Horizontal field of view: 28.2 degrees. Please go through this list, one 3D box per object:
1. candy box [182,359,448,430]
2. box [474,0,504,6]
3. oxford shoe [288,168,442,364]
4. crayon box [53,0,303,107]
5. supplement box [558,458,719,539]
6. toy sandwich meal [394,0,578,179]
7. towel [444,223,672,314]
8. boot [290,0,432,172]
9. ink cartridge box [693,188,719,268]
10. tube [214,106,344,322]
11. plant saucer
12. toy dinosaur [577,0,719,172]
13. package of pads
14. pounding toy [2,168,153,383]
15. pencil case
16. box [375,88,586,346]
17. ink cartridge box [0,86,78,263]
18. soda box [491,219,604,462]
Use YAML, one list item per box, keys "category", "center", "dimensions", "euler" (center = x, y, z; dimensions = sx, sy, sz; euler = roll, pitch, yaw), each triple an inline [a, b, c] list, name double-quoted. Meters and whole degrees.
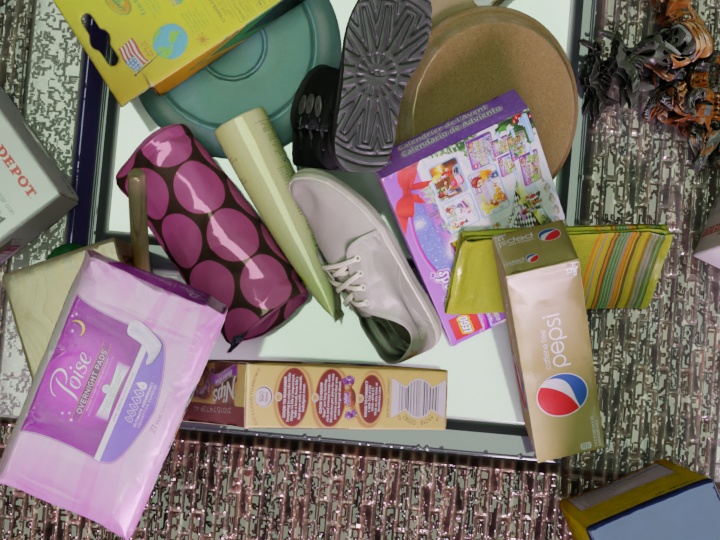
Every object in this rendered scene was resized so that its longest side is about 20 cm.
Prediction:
- category: "candy box"
  center: [-0.038, 0.104, 1.208]
  dimensions: [0.198, 0.116, 0.057]
  euler: [3, 87, -34]
- category: "box"
  center: [0.094, -0.241, 1.305]
  dimensions: [0.200, 0.041, 0.039]
  euler: [-40, 86, -2]
- category: "oxford shoe"
  center: [0.000, 0.000, 1.235]
  dimensions: [0.058, 0.075, 0.201]
  euler: [-45, 111, -33]
- category: "crayon box"
  center: [-0.161, -0.248, 1.279]
  dimensions: [0.199, 0.051, 0.128]
  euler: [-33, 87, -1]
- category: "supplement box"
  center: [0.245, 0.234, 1.198]
  dimensions: [0.108, 0.200, 0.110]
  euler: [-22, 87, 1]
- category: "toy sandwich meal"
  center: [0.098, -0.145, 1.269]
  dimensions: [0.203, 0.070, 0.207]
  euler: [-5, 103, -21]
- category: "towel"
  center: [0.174, 0.001, 1.254]
  dimensions: [0.198, 0.018, 0.087]
  euler: [-2, 123, -17]
- category: "boot"
  center: [-0.006, -0.163, 1.210]
  dimensions: [0.065, 0.200, 0.166]
  euler: [18, 91, -11]
- category: "ink cartridge box"
  center: [0.372, -0.091, 1.239]
  dimensions: [0.084, 0.146, 0.202]
  euler: [23, 87, 3]
- category: "tube"
  center: [-0.064, -0.046, 1.272]
  dimensions: [0.058, 0.052, 0.201]
  euler: [-29, 92, -43]
- category: "plant saucer"
  center: [-0.117, -0.205, 1.315]
  dimensions: [0.198, 0.027, 0.202]
  euler: [0, 88, 2]
- category: "toy dinosaur"
  center: [0.272, -0.186, 1.288]
  dimensions: [0.135, 0.102, 0.201]
  euler: [-16, 69, -14]
- category: "package of pads"
  center: [-0.194, 0.095, 1.115]
  dimensions: [0.120, 0.076, 0.202]
  euler: [23, 94, -4]
- category: "pounding toy"
  center: [-0.209, 0.039, 1.226]
  dimensions: [0.141, 0.184, 0.202]
  euler: [-18, 87, 0]
- category: "pencil case"
  center: [-0.138, -0.029, 1.281]
  dimensions: [0.094, 0.091, 0.201]
  euler: [-37, 84, 36]
- category: "box"
  center: [0.105, -0.042, 1.237]
  dimensions: [0.136, 0.039, 0.201]
  euler: [-25, 127, -1]
- category: "ink cartridge box"
  center: [-0.376, -0.063, 1.284]
  dimensions: [0.199, 0.085, 0.145]
  euler: [-37, 87, -2]
- category: "soda box"
  center: [0.162, 0.062, 1.225]
  dimensions: [0.063, 0.068, 0.201]
  euler: [-13, 122, 1]
